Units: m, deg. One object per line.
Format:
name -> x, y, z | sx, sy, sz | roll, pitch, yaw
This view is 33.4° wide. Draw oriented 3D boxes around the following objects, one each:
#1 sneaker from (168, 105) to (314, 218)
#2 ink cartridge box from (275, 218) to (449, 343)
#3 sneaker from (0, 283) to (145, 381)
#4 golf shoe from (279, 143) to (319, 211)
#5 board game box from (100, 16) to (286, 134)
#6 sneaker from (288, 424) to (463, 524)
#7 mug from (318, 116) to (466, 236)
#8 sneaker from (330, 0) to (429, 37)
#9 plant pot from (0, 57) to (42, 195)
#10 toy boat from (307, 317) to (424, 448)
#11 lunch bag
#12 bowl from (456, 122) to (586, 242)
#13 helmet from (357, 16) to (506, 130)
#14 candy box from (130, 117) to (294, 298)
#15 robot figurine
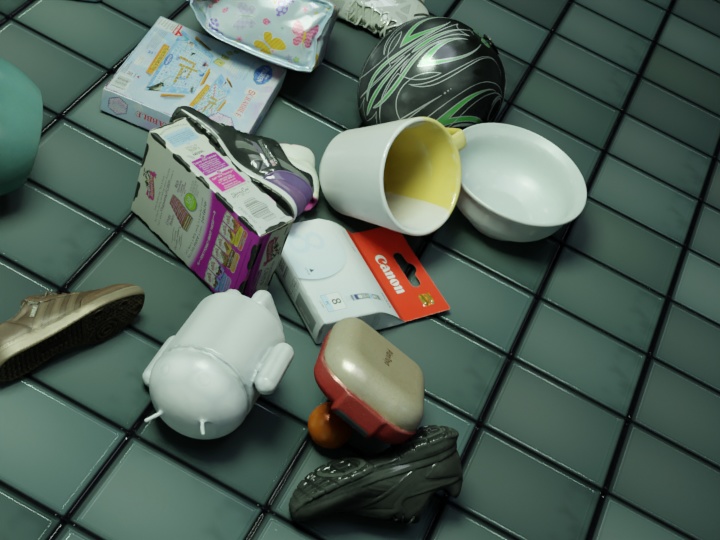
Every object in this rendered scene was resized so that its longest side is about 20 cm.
sneaker -> -0.147, -0.140, 1.501 | 0.200, 0.076, 0.088 | 41, 46, -3
ink cartridge box -> 0.000, 0.000, 1.513 | 0.200, 0.047, 0.160 | -13, 54, -28
sneaker -> -0.332, 0.047, 1.319 | 0.200, 0.071, 0.076 | -26, 61, -39
golf shoe -> -0.143, -0.117, 1.550 | 0.200, 0.075, 0.092 | -4, 54, -24
board game box -> -0.227, -0.251, 1.663 | 0.199, 0.041, 0.200 | 23, 44, 0
sneaker -> 0.023, 0.236, 1.280 | 0.200, 0.076, 0.091 | -18, 100, -12
mug -> 0.040, -0.124, 1.574 | 0.186, 0.150, 0.153 | 4, 2, -44
sneaker -> 0.024, -0.402, 1.881 | 0.200, 0.076, 0.116 | 2, 46, -23
plant pot -> -0.464, -0.169, 1.391 | 0.161, 0.201, 0.201 | 10, 44, -31
toy boat -> -0.008, 0.141, 1.328 | 0.130, 0.131, 0.200 | 39, 13, -5
lunch bag -> -0.138, -0.369, 1.713 | 0.200, 0.127, 0.170 | 19, 12, -1
bowl -> 0.204, -0.106, 1.665 | 0.201, 0.090, 0.201 | 11, 46, -11
helmet -> 0.094, -0.263, 1.713 | 0.190, 0.200, 0.200 | -4, 48, -47
candy box -> -0.181, -0.068, 1.441 | 0.200, 0.137, 0.061 | 43, 46, 18
robot figurine -> -0.155, 0.103, 1.306 | 0.169, 0.113, 0.200 | -2, 36, 29
